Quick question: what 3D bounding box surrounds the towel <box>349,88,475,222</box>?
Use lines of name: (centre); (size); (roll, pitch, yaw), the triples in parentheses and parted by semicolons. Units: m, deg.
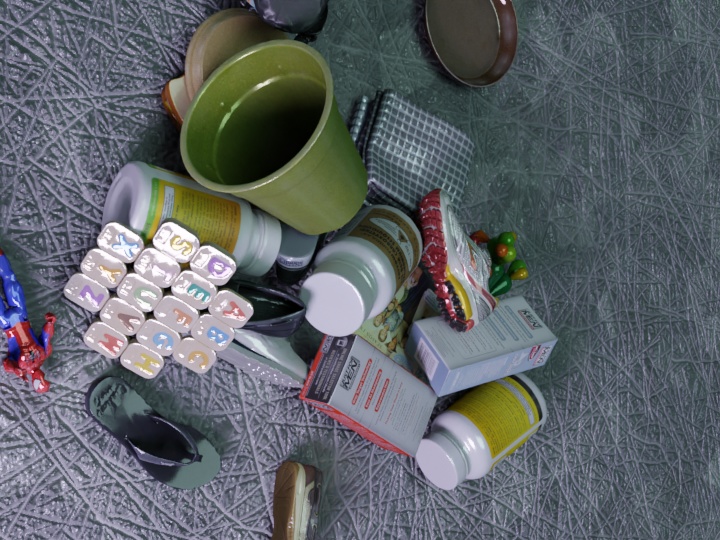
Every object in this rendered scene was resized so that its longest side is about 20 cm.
towel: (0.071, -0.152, 1.375); (0.199, 0.085, 0.167); (26, 72, -33)

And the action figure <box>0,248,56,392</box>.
action figure: (-0.376, 0.045, 1.029); (0.065, 0.099, 0.201); (-27, 107, -33)

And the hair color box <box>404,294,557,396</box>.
hair color box: (0.176, 0.106, 1.374); (0.199, 0.099, 0.061); (-12, 139, -29)

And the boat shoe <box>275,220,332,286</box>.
boat shoe: (-0.070, -0.061, 1.268); (0.073, 0.068, 0.200); (11, 47, -1)

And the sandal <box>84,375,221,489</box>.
sandal: (-0.249, 0.205, 1.147); (0.200, 0.043, 0.076); (42, 65, -28)

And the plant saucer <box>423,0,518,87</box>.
plant saucer: (0.169, -0.387, 1.489); (0.199, 0.034, 0.202); (2, 87, -36)

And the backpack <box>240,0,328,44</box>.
backpack: (-0.088, -0.387, 1.193); (0.126, 0.200, 0.168); (26, 103, -19)

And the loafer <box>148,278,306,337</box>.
loafer: (-0.162, 0.036, 1.138); (0.199, 0.070, 0.069); (10, 63, -17)

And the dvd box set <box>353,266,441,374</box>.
dvd box set: (0.042, 0.083, 1.377); (0.146, 0.029, 0.201); (46, 63, -26)

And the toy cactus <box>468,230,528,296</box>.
toy cactus: (0.186, 0.015, 1.449); (0.200, 0.102, 0.166); (0, 112, -65)

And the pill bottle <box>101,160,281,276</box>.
pill bottle: (-0.201, -0.054, 1.151); (0.199, 0.111, 0.112); (16, 79, -35)

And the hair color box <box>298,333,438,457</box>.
hair color box: (0.016, 0.169, 1.281); (0.200, 0.061, 0.102); (40, 66, -41)

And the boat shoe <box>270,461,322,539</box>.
boat shoe: (-0.081, 0.356, 1.248); (0.064, 0.073, 0.202); (10, 82, -31)

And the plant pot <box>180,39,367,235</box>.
plant pot: (-0.081, -0.137, 1.138); (0.190, 0.199, 0.201); (46, 61, -53)

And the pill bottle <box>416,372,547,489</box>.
pill bottle: (0.179, 0.240, 1.422); (0.199, 0.112, 0.113); (-29, 105, -34)

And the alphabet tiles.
alphabet tiles: (-0.233, 0.036, 1.091); (0.195, 0.015, 0.200); (33, 113, -17)

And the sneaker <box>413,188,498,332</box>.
sneaker: (0.135, -0.020, 1.328); (0.082, 0.078, 0.201); (-24, 103, -26)

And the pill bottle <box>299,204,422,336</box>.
pill bottle: (0.000, 0.000, 1.244); (0.115, 0.114, 0.200); (65, 30, -16)

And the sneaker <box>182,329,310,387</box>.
sneaker: (-0.133, 0.089, 1.224); (0.200, 0.076, 0.081); (35, 59, -32)

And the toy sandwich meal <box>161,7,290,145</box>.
toy sandwich meal: (-0.158, -0.236, 1.222); (0.204, 0.070, 0.207); (3, 85, -40)
